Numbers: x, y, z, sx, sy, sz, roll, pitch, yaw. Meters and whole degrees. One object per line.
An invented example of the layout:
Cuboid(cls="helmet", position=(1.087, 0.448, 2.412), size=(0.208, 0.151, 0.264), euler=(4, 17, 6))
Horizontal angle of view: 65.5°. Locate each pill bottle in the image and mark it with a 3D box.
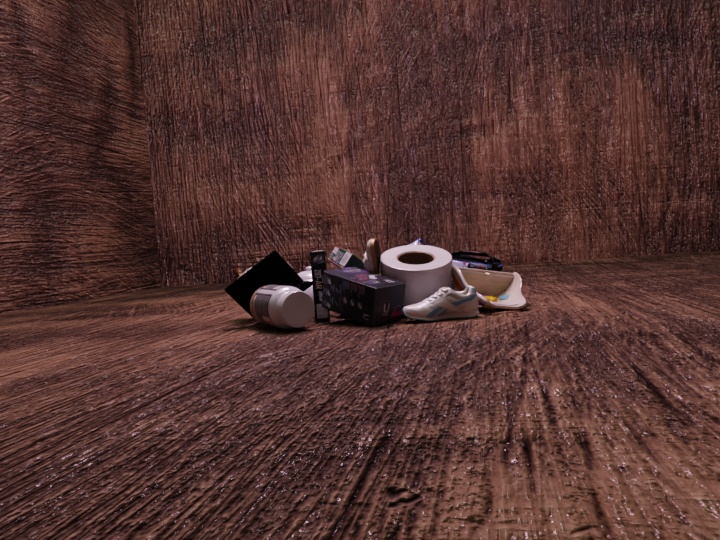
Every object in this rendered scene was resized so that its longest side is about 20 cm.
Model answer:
Cuboid(cls="pill bottle", position=(-0.209, 0.098, 1.501), size=(0.116, 0.117, 0.200), euler=(-6, 4, -32))

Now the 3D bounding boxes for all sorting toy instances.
Cuboid(cls="sorting toy", position=(0.362, 0.065, 1.540), size=(0.200, 0.107, 0.180), euler=(6, 13, -13))

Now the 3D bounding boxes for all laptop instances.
Cuboid(cls="laptop", position=(-0.261, 0.047, 1.651), size=(0.187, 0.116, 0.200), euler=(-37, -7, 6))

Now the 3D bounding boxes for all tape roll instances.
Cuboid(cls="tape roll", position=(0.158, 0.025, 1.591), size=(0.202, 0.139, 0.203), euler=(-2, 21, 1))

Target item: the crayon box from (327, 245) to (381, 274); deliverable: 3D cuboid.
Cuboid(cls="crayon box", position=(0.000, 0.000, 1.796), size=(0.172, 0.058, 0.200), euler=(34, -1, -20))

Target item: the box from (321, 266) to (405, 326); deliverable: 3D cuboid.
Cuboid(cls="box", position=(0.006, 0.066, 1.498), size=(0.122, 0.106, 0.200), euler=(-8, 18, -44))

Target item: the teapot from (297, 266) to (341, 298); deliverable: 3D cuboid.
Cuboid(cls="teapot", position=(-0.159, 0.059, 1.878), size=(0.200, 0.146, 0.197), euler=(-5, 3, -22))

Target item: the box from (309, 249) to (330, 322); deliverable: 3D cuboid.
Cuboid(cls="box", position=(-0.118, 0.041, 1.634), size=(0.043, 0.200, 0.160), euler=(-4, 2, -4))

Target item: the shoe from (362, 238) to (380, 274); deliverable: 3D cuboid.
Cuboid(cls="shoe", position=(0.029, -0.003, 1.587), size=(0.053, 0.200, 0.070), euler=(1, 39, 9))

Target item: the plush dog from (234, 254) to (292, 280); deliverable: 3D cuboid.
Cuboid(cls="plush dog", position=(-0.291, 0.027, 1.750), size=(0.172, 0.161, 0.200), euler=(-25, -37, -9))

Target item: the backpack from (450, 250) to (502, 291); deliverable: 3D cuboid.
Cuboid(cls="backpack", position=(0.363, 0.012, 1.858), size=(0.190, 0.154, 0.200), euler=(15, 2, 20))

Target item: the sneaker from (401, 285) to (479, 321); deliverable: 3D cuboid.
Cuboid(cls="sneaker", position=(0.203, 0.085, 1.442), size=(0.200, 0.081, 0.077), euler=(-6, 5, -6))

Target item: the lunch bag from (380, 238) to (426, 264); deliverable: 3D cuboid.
Cuboid(cls="lunch bag", position=(0.188, 0.005, 1.964), size=(0.170, 0.124, 0.200), euler=(-27, -44, 19))
